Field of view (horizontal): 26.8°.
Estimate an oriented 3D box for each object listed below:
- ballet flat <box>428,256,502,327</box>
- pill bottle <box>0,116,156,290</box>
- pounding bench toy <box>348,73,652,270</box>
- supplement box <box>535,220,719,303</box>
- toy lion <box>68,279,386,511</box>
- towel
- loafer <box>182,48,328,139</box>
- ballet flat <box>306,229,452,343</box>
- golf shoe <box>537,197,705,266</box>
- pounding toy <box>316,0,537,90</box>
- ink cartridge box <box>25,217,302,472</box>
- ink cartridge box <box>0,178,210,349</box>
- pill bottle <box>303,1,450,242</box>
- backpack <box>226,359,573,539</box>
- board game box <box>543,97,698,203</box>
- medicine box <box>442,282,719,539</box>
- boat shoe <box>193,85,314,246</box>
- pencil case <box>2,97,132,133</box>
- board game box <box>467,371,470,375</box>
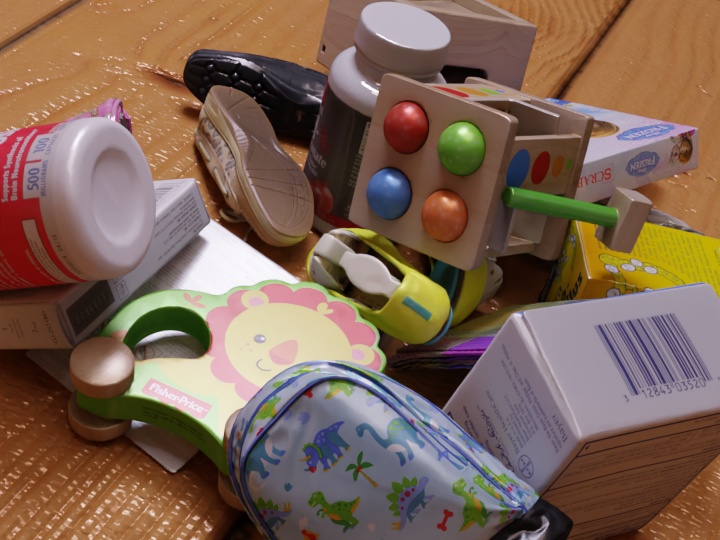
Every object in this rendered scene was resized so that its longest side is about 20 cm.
[{"bbox_3d":[0.092,-0.008,1.334,0.067,0.067,0.201,24,27,-17],"label":"ballet flat"},{"bbox_3d":[-0.256,-0.042,1.075,0.198,0.113,0.112,-6,28,24],"label":"pill bottle"},{"bbox_3d":[0.115,-0.069,1.201,0.199,0.125,0.155,24,18,32],"label":"pounding bench toy"},{"bbox_3d":[0.266,0.038,1.310,0.198,0.110,0.110,12,34,-8],"label":"supplement box"},{"bbox_3d":[-0.089,0.070,1.111,0.198,0.069,0.192,22,44,12],"label":"toy lion"},{"bbox_3d":[0.124,0.052,1.187,0.143,0.023,0.199,-18,6,-31],"label":"towel"},{"bbox_3d":[-0.077,-0.171,1.478,0.199,0.069,0.071,17,27,-11],"label":"loafer"},{"bbox_3d":[0.000,0.000,1.216,0.067,0.067,0.200,32,0,-36],"label":"ballet flat"},{"bbox_3d":[0.232,-0.038,1.445,0.198,0.079,0.097,17,21,-14],"label":"golf shoe"},{"bbox_3d":[0.085,-0.206,1.550,0.198,0.143,0.184,2,22,-33],"label":"pounding toy"},{"bbox_3d":[-0.133,0.060,1.177,0.162,0.057,0.200,34,59,21],"label":"ink cartridge box"},{"bbox_3d":[-0.240,-0.006,1.177,0.172,0.044,0.200,-3,28,31],"label":"ink cartridge box"},{"bbox_3d":[0.016,-0.131,1.346,0.110,0.201,0.111,12,34,-8],"label":"pill bottle"},{"bbox_3d":[0.008,0.145,0.960,0.200,0.163,0.154,49,8,20],"label":"backpack"},{"bbox_3d":[0.174,-0.110,1.404,0.199,0.042,0.199,-19,25,-35],"label":"board game box"},{"bbox_3d":[0.157,0.115,1.073,0.181,0.200,0.103,-8,57,-32],"label":"medicine box"},{"bbox_3d":[-0.099,-0.084,1.364,0.073,0.063,0.201,13,36,-35],"label":"boat shoe"},{"bbox_3d":[-0.274,-0.077,1.187,0.198,0.087,0.084,-12,81,3],"label":"pencil case"},{"bbox_3d":[0.180,0.065,1.206,0.198,0.030,0.096,-13,5,9],"label":"board game box"}]
